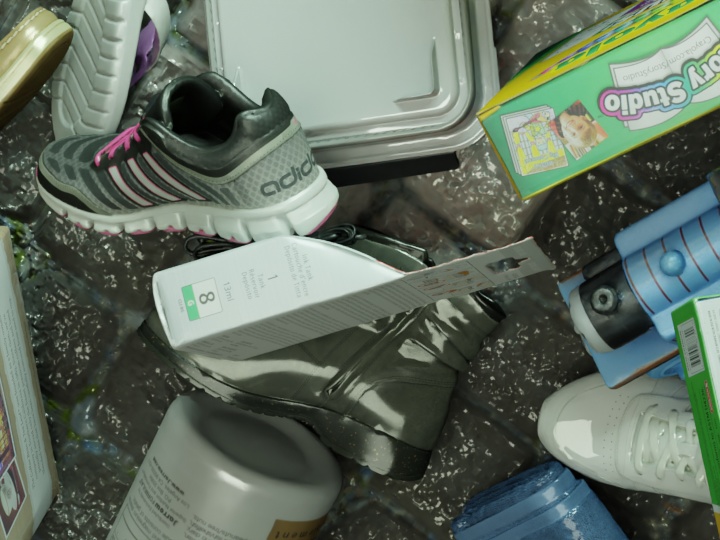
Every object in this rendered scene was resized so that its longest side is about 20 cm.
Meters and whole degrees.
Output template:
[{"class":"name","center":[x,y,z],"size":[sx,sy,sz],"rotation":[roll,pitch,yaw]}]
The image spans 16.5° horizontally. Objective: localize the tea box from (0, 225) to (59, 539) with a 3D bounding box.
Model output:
[{"class":"tea box","center":[-0.305,0.086,1.493],"size":[0.196,0.134,0.201],"rotation":[3,122,15]}]

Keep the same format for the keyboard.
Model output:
[{"class":"keyboard","center":[-0.040,-0.061,1.432],"size":[0.199,0.021,0.127],"rotation":[-8,66,17]}]

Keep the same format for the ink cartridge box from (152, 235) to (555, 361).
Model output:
[{"class":"ink cartridge box","center":[0.000,0.000,1.361],"size":[0.199,0.161,0.050],"rotation":[-18,83,7]}]

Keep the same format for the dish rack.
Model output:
[{"class":"dish rack","center":[-0.015,-0.161,1.395],"size":[0.171,0.044,0.201],"rotation":[-7,85,18]}]

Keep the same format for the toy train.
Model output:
[{"class":"toy train","center":[0.199,-0.008,1.357],"size":[0.200,0.114,0.087],"rotation":[-30,71,19]}]

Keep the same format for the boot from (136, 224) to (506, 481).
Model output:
[{"class":"boot","center":[-0.022,0.029,1.473],"size":[0.200,0.068,0.131],"rotation":[24,98,7]}]

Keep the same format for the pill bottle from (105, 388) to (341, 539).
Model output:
[{"class":"pill bottle","center":[-0.101,0.182,1.496],"size":[0.114,0.114,0.200],"rotation":[29,110,6]}]

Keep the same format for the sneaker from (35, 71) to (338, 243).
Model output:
[{"class":"sneaker","center":[-0.104,-0.070,1.377],"size":[0.199,0.074,0.088],"rotation":[7,124,36]}]

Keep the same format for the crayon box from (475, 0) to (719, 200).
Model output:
[{"class":"crayon box","center":[0.174,-0.119,1.311],"size":[0.200,0.173,0.058],"rotation":[-26,96,19]}]

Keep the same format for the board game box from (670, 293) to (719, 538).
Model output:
[{"class":"board game box","center":[0.275,0.075,1.288],"size":[0.199,0.040,0.154],"rotation":[-9,81,-12]}]

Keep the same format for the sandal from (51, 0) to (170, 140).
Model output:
[{"class":"sandal","center":[-0.134,-0.150,1.450],"size":[0.050,0.082,0.203],"rotation":[1,120,-30]}]

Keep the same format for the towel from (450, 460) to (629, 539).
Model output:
[{"class":"towel","center":[0.142,0.208,1.454],"size":[0.200,0.048,0.112],"rotation":[57,142,-1]}]

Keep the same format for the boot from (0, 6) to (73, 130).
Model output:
[{"class":"boot","center":[-0.278,-0.135,1.480],"size":[0.200,0.073,0.156],"rotation":[-36,92,34]}]

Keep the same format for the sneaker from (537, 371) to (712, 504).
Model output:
[{"class":"sneaker","center":[0.198,0.094,1.397],"size":[0.199,0.100,0.075],"rotation":[8,88,10]}]
